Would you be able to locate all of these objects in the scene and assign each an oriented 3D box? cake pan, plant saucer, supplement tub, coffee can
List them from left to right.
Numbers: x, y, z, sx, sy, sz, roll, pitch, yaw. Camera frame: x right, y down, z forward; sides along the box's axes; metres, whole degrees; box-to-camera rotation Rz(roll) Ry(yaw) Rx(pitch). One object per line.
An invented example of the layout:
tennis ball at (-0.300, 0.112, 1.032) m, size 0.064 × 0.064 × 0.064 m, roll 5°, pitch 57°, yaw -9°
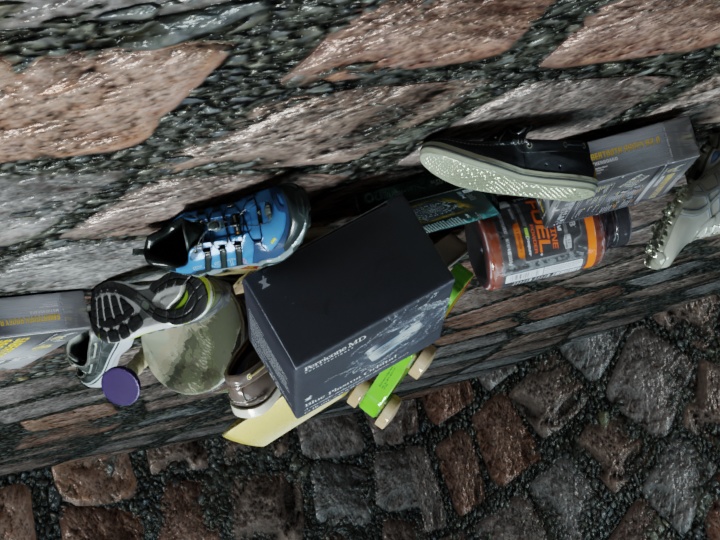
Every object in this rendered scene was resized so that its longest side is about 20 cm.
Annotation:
coffee can at (-0.164, 0.082, 1.776) m, size 0.145 × 0.149 × 0.199 m, roll -18°, pitch 169°, yaw 23°
plant saucer at (-0.072, 0.166, 1.898) m, size 0.199 × 0.049 × 0.200 m, roll -34°, pitch -178°, yaw 17°
cake pan at (0.066, 0.017, 1.866) m, size 0.199 × 0.037 × 0.200 m, roll -39°, pitch 177°, yaw -2°
supplement tub at (0.238, -0.047, 1.768) m, size 0.197 × 0.109 × 0.107 m, roll -14°, pitch 170°, yaw -10°

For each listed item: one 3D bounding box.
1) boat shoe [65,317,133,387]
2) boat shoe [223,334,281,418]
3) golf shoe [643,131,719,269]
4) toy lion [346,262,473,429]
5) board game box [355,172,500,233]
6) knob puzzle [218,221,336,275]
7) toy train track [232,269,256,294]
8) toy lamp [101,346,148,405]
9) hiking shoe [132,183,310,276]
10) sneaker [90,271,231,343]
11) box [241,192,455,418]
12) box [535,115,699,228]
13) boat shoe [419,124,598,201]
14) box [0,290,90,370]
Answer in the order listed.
boat shoe at (-0.357, 0.100, 1.862) m, size 0.070 × 0.073 × 0.200 m, roll -1°, pitch 154°, yaw -25°
boat shoe at (-0.103, 0.085, 1.657) m, size 0.071 × 0.060 × 0.201 m, roll 2°, pitch -140°, yaw 28°
golf shoe at (0.410, -0.069, 1.652) m, size 0.201 × 0.097 × 0.078 m, roll -54°, pitch 176°, yaw -21°
toy lion at (0.077, 0.087, 1.847) m, size 0.192 × 0.068 × 0.201 m, roll -50°, pitch 173°, yaw -43°
board game box at (0.081, -0.075, 1.605) m, size 0.133 × 0.029 × 0.200 m, roll -14°, pitch 170°, yaw 11°
knob puzzle at (-0.102, -0.030, 1.581) m, size 0.216 × 0.031 × 0.220 m, roll -10°, pitch 172°, yaw -1°
toy train track at (-0.059, -0.008, 1.583) m, size 0.198 × 0.033 × 0.114 m, roll -11°, pitch 167°, yaw -39°
toy lamp at (-0.266, 0.099, 1.783) m, size 0.058 × 0.059 × 0.200 m, roll -18°, pitch -160°, yaw 21°
hiking shoe at (-0.134, -0.033, 1.402) m, size 0.198 × 0.076 × 0.086 m, roll -23°, pitch 168°, yaw 39°
sneaker at (-0.234, 0.044, 1.631) m, size 0.198 × 0.075 × 0.081 m, roll -7°, pitch 174°, yaw 33°
box at (-0.015, 0.043, 1.516) m, size 0.195 × 0.118 × 0.200 m, roll -28°, pitch 162°, yaw -12°
box at (0.290, -0.111, 1.612) m, size 0.156 × 0.049 × 0.200 m, roll -16°, pitch 170°, yaw -1°
boat shoe at (0.150, -0.114, 1.413) m, size 0.197 × 0.063 × 0.074 m, roll 6°, pitch 168°, yaw -21°
box at (-0.435, 0.080, 1.661) m, size 0.157 × 0.049 × 0.199 m, roll -5°, pitch 166°, yaw -41°
